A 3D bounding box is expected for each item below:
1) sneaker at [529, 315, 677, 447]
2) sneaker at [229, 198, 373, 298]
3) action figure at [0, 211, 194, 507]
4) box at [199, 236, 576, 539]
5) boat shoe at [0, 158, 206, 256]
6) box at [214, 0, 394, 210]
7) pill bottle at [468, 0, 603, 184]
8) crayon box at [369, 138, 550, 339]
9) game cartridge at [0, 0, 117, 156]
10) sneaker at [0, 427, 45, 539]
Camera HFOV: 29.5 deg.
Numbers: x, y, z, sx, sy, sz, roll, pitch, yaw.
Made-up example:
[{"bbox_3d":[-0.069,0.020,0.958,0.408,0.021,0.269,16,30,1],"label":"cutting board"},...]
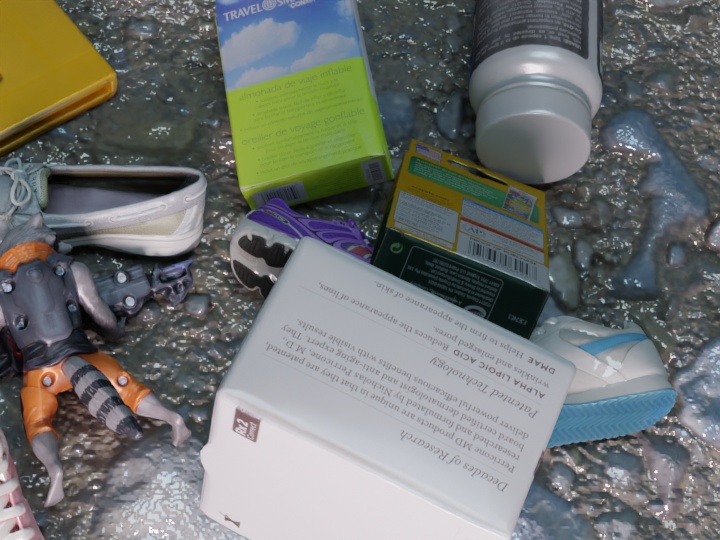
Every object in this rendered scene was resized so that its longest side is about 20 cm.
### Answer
[{"bbox_3d":[0.134,0.083,1.024,0.197,0.077,0.081,-2,51,-18],"label":"sneaker"},{"bbox_3d":[0.000,0.000,1.045,0.198,0.081,0.084,29,46,4],"label":"sneaker"},{"bbox_3d":[-0.189,0.042,0.970,0.199,0.105,0.195,-27,76,-23],"label":"action figure"},{"bbox_3d":[0.010,0.114,0.902,0.198,0.200,0.131,26,59,5],"label":"box"},{"bbox_3d":[-0.217,-0.055,1.034,0.199,0.065,0.075,6,43,-9],"label":"boat shoe"},{"bbox_3d":[-0.050,-0.154,1.122,0.120,0.048,0.202,-14,61,5],"label":"box"},{"bbox_3d":[0.149,-0.182,1.155,0.112,0.114,0.202,10,58,-4],"label":"pill bottle"},{"bbox_3d":[0.078,-0.026,1.043,0.124,0.052,0.200,21,25,-2],"label":"crayon box"},{"bbox_3d":[-0.326,-0.181,1.120,0.175,0.033,0.200,-32,67,-25],"label":"game cartridge"},{"bbox_3d":[-0.245,0.168,0.882,0.075,0.105,0.201,-26,68,-25],"label":"sneaker"}]
